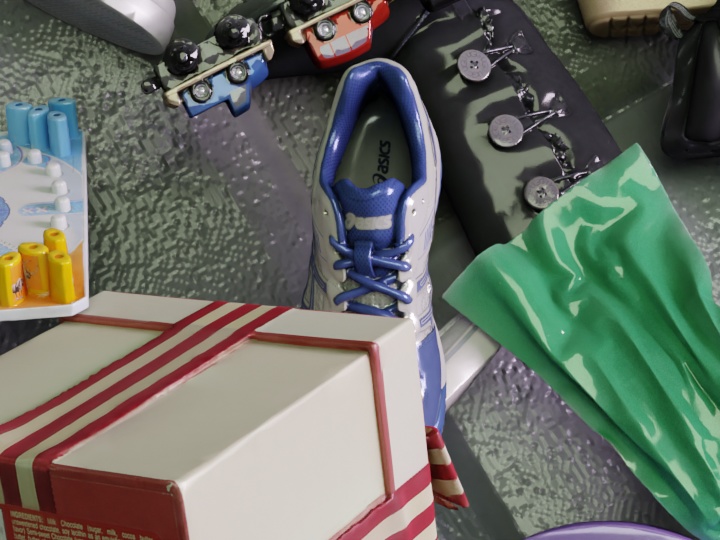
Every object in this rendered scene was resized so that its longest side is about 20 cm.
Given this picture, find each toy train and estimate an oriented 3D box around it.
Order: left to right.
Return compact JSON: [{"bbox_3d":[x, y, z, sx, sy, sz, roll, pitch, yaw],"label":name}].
[{"bbox_3d":[-0.013,-0.123,0.926,0.199,0.034,0.046,-26,97,-6],"label":"toy train"}]

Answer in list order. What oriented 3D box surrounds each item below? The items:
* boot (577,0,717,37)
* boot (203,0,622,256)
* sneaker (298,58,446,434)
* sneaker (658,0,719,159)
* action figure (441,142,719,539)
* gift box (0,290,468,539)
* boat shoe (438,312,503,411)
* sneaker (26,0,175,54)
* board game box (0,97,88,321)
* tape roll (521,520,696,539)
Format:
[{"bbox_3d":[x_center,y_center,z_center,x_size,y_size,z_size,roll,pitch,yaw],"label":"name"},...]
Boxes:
[{"bbox_3d":[0.202,-0.210,1.019,0.198,0.072,0.168,-1,75,-2],"label":"boot"},{"bbox_3d":[0.034,-0.070,0.969,0.164,0.066,0.201,-28,85,-6],"label":"boot"},{"bbox_3d":[0.000,0.000,0.864,0.074,0.088,0.202,-3,68,5],"label":"sneaker"},{"bbox_3d":[0.222,-0.060,0.976,0.075,0.113,0.201,-45,118,-52],"label":"sneaker"},{"bbox_3d":[0.143,0.053,0.877,0.118,0.055,0.201,-38,69,5],"label":"action figure"},{"bbox_3d":[-0.075,0.123,0.772,0.183,0.202,0.186,10,24,30],"label":"gift box"},{"bbox_3d":[-0.019,0.075,0.915,0.200,0.072,0.069,-39,82,-6],"label":"boat shoe"},{"bbox_3d":[-0.160,-0.203,0.980,0.199,0.074,0.116,32,75,6],"label":"sneaker"},{"bbox_3d":[-0.225,-0.029,0.871,0.198,0.200,0.026,-4,117,-7],"label":"board game box"},{"bbox_3d":[0.111,0.213,0.843,0.198,0.085,0.202,-1,83,9],"label":"tape roll"}]
